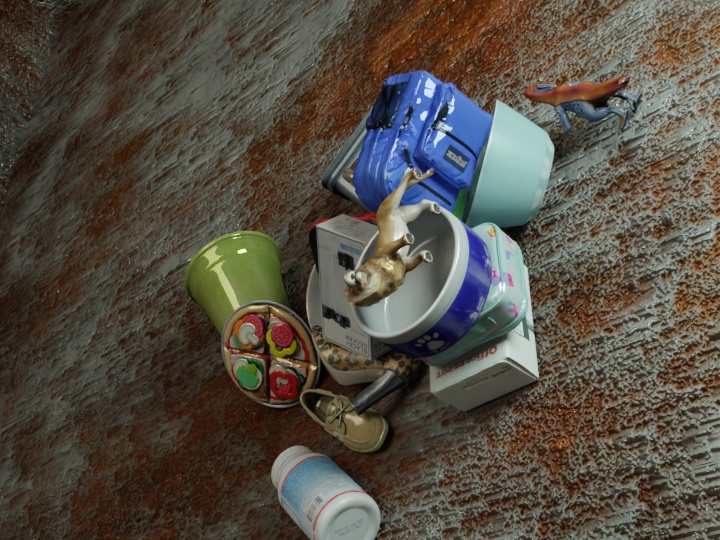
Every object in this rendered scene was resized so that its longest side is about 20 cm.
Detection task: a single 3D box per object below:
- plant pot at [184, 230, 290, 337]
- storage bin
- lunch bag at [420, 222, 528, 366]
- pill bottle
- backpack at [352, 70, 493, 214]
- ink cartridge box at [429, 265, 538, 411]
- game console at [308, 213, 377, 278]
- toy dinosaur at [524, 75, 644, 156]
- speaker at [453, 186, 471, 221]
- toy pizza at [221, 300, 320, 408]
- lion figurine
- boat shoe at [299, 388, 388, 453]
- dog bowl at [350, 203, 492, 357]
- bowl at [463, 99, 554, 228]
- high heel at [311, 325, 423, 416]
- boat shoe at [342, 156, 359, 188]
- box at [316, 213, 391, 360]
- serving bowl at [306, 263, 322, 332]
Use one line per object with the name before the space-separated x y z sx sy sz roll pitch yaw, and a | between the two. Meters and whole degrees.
plant pot | -0.211 0.061 1.973 0.200 0.200 0.185 -46 49 18
storage bin | 0.054 -0.179 1.866 0.134 0.145 0.201 43 101 27
lunch bag | 0.140 0.041 1.483 0.199 0.077 0.162 -32 45 31
pill bottle | -0.061 0.351 1.618 0.109 0.108 0.200 -58 35 0
backpack | 0.086 -0.169 1.519 0.167 0.162 0.202 6 69 60
ink cartridge box | 0.176 0.087 1.543 0.146 0.083 0.202 -29 44 34
game console | 0.000 0.000 1.685 0.199 0.031 0.179 -3 107 49
toy dinosaur | 0.328 -0.271 1.575 0.180 0.201 0.105 23 64 24
speaker | 0.123 -0.099 1.635 0.088 0.088 0.202 -12 55 46
toy pizza | -0.163 0.151 1.844 0.200 0.201 0.032 -36 0 29
lion figurine | 0.043 -0.044 1.413 0.122 0.072 0.201 -30 31 43
boat shoe | -0.030 0.239 1.700 0.199 0.065 0.073 21 81 54
dog bowl | 0.082 0.014 1.438 0.199 0.078 0.202 -29 46 35
bowl | 0.230 -0.149 1.592 0.201 0.104 0.203 13 -90 -87
high heel | 0.010 0.129 1.702 0.142 0.072 0.200 -34 50 -4
boat shoe | 0.038 -0.155 1.700 0.075 0.200 0.072 37 100 13
box | -0.006 0.026 1.633 0.116 0.060 0.202 22 125 40
serving bowl | -0.006 0.049 1.789 0.199 0.065 0.203 -6 81 45
